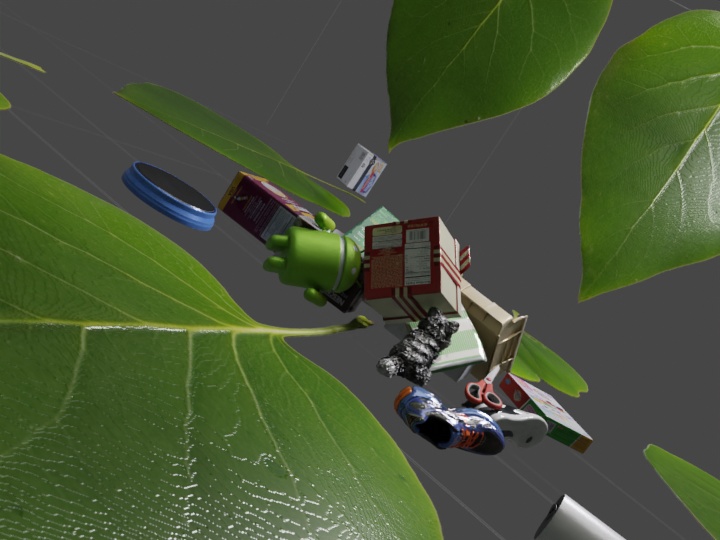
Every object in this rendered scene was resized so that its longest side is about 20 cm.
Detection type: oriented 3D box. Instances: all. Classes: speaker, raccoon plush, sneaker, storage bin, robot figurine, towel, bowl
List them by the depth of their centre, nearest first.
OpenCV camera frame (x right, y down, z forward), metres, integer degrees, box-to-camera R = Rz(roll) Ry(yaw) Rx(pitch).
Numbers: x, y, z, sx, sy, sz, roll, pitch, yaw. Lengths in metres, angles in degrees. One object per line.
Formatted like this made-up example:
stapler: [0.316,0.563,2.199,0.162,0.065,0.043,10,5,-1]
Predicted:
speaker: [0.344,0.405,1.136,0.200,0.081,0.081,36,10,13]
sneaker: [0.143,0.254,1.279,0.199,0.076,0.079,22,22,-18]
raccoon plush: [0.115,0.140,1.503,0.097,0.134,0.200,36,10,8]
sneaker: [0.270,0.272,1.550,0.199,0.073,0.112,22,17,-45]
robot figurine: [-0.087,-0.021,1.596,0.199,0.177,0.116,10,-13,-15]
bowl: [-0.373,-0.150,1.611,0.200,0.039,0.201,33,10,-7]
towel: [0.166,0.122,1.711,0.152,0.023,0.201,-9,52,-22]
storage bin: [0.258,0.123,1.847,0.093,0.199,0.200,-26,51,-32]

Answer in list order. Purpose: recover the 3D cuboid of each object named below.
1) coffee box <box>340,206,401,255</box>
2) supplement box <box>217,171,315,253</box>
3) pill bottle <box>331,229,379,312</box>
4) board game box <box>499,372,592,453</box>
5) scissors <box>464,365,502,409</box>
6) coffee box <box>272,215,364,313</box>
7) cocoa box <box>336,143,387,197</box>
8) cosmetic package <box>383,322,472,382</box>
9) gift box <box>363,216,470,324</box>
coffee box: [0.029,-0.052,1.817,0.123,0.044,0.200,41,49,9]
supplement box: [-0.202,-0.125,1.854,0.200,0.103,0.131,37,10,17]
pill bottle: [0.000,0.000,1.870,0.199,0.114,0.114,34,10,3]
board game box: [0.425,0.327,1.877,0.153,0.040,0.200,29,11,-24]
scissors: [0.235,0.210,1.549,0.073,0.014,0.200,19,21,3]
coffee box: [-0.071,-0.013,1.713,0.200,0.113,0.080,37,10,12]
cocoa box: [0.005,-0.482,3.933,0.131,0.201,0.133,27,11,-37]
cosmetic package: [0.159,0.152,1.775,0.200,0.071,0.101,36,11,17]
gift box: [0.117,-0.007,1.640,0.183,0.201,0.187,-2,-21,20]
